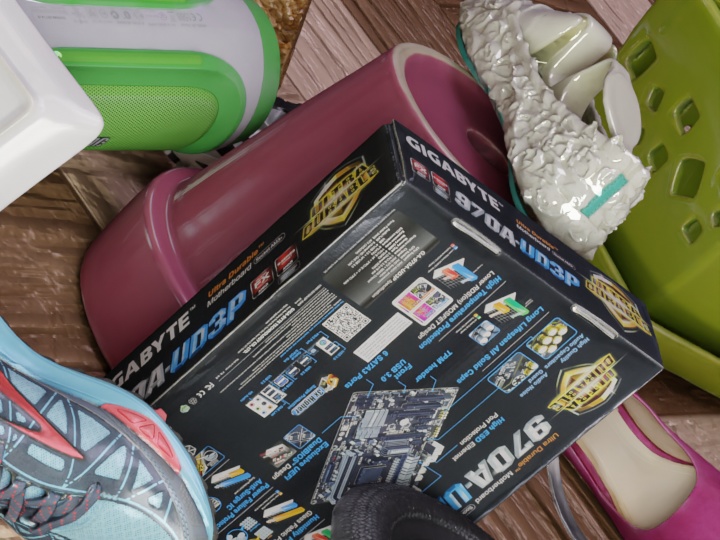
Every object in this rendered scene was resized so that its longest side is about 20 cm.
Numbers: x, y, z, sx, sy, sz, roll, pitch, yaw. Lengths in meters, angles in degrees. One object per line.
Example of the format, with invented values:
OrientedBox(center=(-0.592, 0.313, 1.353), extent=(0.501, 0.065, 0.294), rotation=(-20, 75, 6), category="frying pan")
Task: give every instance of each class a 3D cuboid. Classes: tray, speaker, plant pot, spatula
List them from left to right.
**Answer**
OrientedBox(center=(-0.206, -0.106, 1.269), extent=(0.200, 0.107, 0.022), rotation=(52, -1, 15), category="tray")
OrientedBox(center=(-0.133, -0.095, 1.369), extent=(0.200, 0.088, 0.089), rotation=(-2, 50, -44), category="speaker")
OrientedBox(center=(0.000, 0.000, 1.380), extent=(0.200, 0.179, 0.200), rotation=(39, 22, -19), category="plant pot")
OrientedBox(center=(0.114, 0.131, 1.589), extent=(0.056, 0.021, 0.200), rotation=(1, 51, -56), category="spatula")
OrientedBox(center=(0.238, -0.038, 1.919), extent=(0.200, 0.181, 0.199), rotation=(26, 28, -43), category="plant pot")

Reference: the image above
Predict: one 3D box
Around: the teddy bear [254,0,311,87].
OrientedBox(center=(-0.060, -0.145, 1.612), extent=(0.067, 0.145, 0.200), rotation=(18, 20, -1), category="teddy bear")

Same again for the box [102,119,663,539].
OrientedBox(center=(0.002, 0.050, 1.259), extent=(0.159, 0.200, 0.046), rotation=(34, 26, -30), category="box")

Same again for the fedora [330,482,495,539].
OrientedBox(center=(0.034, 0.186, 1.225), extent=(0.201, 0.092, 0.201), rotation=(43, 20, -20), category="fedora")

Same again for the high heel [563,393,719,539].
OrientedBox(center=(0.143, 0.095, 1.632), extent=(0.096, 0.067, 0.200), rotation=(41, 14, -44), category="high heel")

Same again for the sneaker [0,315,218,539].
OrientedBox(center=(-0.147, 0.070, 1.133), extent=(0.200, 0.079, 0.096), rotation=(37, 30, -1), category="sneaker")

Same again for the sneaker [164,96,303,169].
OrientedBox(center=(-0.065, -0.051, 1.509), extent=(0.200, 0.089, 0.074), rotation=(23, 13, 9), category="sneaker")

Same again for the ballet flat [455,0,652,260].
OrientedBox(center=(0.095, -0.078, 1.361), extent=(0.072, 0.072, 0.200), rotation=(35, 22, -29), category="ballet flat")
